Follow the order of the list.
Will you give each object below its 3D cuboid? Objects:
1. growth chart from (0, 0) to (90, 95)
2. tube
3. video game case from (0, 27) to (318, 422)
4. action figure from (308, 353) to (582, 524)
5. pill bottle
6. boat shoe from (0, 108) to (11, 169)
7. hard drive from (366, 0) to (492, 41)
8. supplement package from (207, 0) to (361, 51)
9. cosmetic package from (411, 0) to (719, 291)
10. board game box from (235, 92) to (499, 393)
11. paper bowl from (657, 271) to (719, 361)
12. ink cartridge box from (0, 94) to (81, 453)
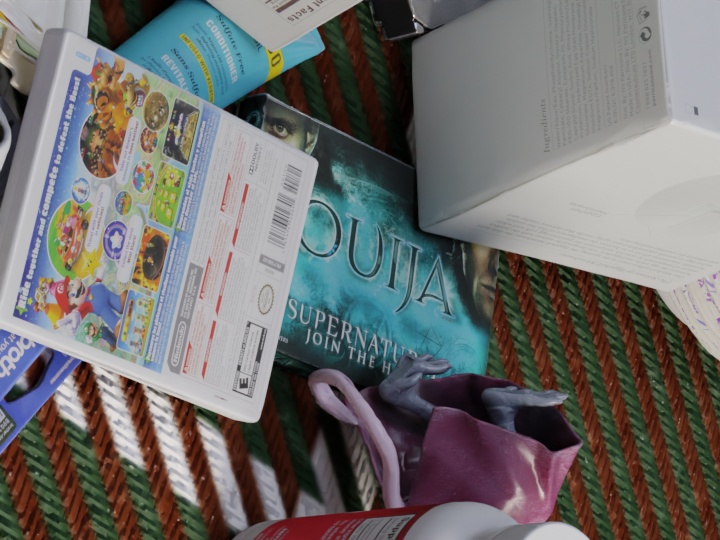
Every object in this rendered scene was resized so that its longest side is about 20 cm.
[{"bbox_3d":[-0.191,-0.171,1.330,0.200,0.018,0.145,47,34,-32],"label":"growth chart"},{"bbox_3d":[-0.086,-0.111,1.446,0.200,0.050,0.078,-43,119,-48],"label":"tube"},{"bbox_3d":[-0.100,-0.018,1.365,0.200,0.018,0.144,26,73,-50],"label":"video game case"},{"bbox_3d":[0.051,0.155,1.482,0.148,0.134,0.201,-1,108,-28],"label":"action figure"},{"bbox_3d":[0.024,0.174,1.390,0.112,0.199,0.113,11,75,-46],"label":"pill bottle"},{"bbox_3d":[-0.233,-0.108,1.223,0.200,0.068,0.072,49,50,0],"label":"boat shoe"},{"bbox_3d":[0.034,-0.245,1.604,0.140,0.038,0.201,-25,102,-47],"label":"hard drive"},{"bbox_3d":[-0.070,-0.224,1.403,0.200,0.109,0.114,38,56,-21],"label":"supplement package"},{"bbox_3d":[0.166,-0.086,1.545,0.199,0.200,0.124,13,65,-38],"label":"cosmetic package"},{"bbox_3d":[0.000,0.000,1.525,0.200,0.028,0.136,24,66,-43],"label":"board game box"},{"bbox_3d":[0.251,-0.033,1.749,0.200,0.104,0.202,10,76,-46],"label":"paper bowl"},{"bbox_3d":[-0.192,-0.017,1.314,0.119,0.042,0.200,-51,121,-39],"label":"ink cartridge box"}]
